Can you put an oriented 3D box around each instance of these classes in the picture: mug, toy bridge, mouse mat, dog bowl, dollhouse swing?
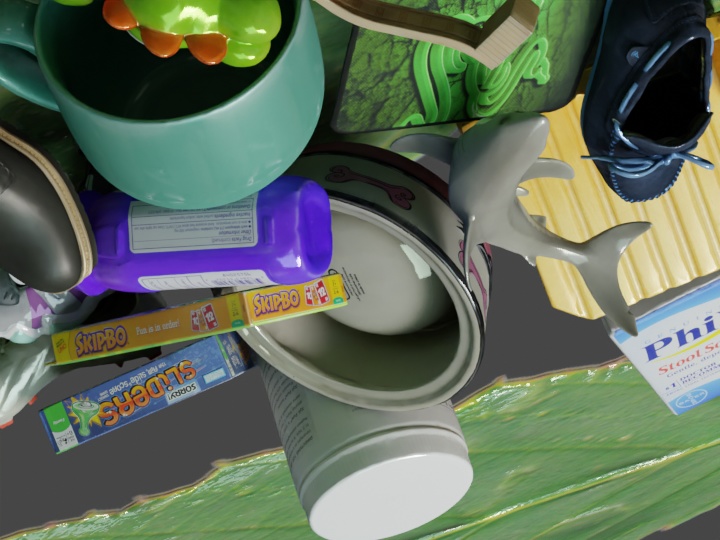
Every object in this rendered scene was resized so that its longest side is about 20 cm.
[{"bbox_3d":[-0.108,-0.120,0.951,0.152,0.185,0.115,-46,153,-17],"label":"mug"},{"bbox_3d":[-0.006,-0.165,0.845,0.199,0.027,0.067,33,133,-17],"label":"toy bridge"},{"bbox_3d":[0.072,-0.149,0.928,0.160,0.008,0.200,-8,146,-18],"label":"mouse mat"},{"bbox_3d":[0.000,0.000,1.113,0.199,0.074,0.201,16,139,15],"label":"dog bowl"},{"bbox_3d":[0.188,-0.059,1.130,0.199,0.177,0.182,-21,-175,5],"label":"dollhouse swing"}]

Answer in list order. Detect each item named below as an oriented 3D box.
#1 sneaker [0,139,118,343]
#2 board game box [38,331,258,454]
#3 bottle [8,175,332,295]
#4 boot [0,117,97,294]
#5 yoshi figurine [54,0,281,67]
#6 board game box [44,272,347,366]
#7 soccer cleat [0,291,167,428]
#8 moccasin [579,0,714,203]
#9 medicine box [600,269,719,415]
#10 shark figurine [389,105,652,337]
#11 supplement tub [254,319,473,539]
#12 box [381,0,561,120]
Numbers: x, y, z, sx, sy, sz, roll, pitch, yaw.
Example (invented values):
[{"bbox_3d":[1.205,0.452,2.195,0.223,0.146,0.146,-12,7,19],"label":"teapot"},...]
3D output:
[{"bbox_3d":[-0.184,-0.035,1.099,0.199,0.078,0.140,-23,147,-11],"label":"sneaker"},{"bbox_3d":[-0.149,0.085,1.229,0.135,0.035,0.200,-24,179,3],"label":"board game box"},{"bbox_3d":[-0.120,-0.020,1.015,0.199,0.066,0.083,-3,-179,16],"label":"bottle"},{"bbox_3d":[-0.236,-0.041,0.912,0.077,0.139,0.200,-32,110,22],"label":"boot"},{"bbox_3d":[-0.126,-0.179,0.856,0.199,0.112,0.112,28,178,-8],"label":"yoshi figurine"},{"bbox_3d":[-0.114,0.034,1.089,0.199,0.030,0.095,-16,177,39],"label":"board game box"},{"bbox_3d":[-0.237,0.056,1.214,0.199,0.069,0.078,-22,139,-3],"label":"soccer cleat"},{"bbox_3d":[0.172,-0.095,0.992,0.080,0.068,0.200,-21,147,-3],"label":"moccasin"},{"bbox_3d":[0.298,0.011,1.381,0.181,0.103,0.200,-28,148,14],"label":"medicine box"},{"bbox_3d":[0.093,-0.021,1.035,0.127,0.090,0.214,-2,154,29],"label":"shark figurine"},{"bbox_3d":[-0.005,0.086,1.245,0.131,0.201,0.132,-13,148,-8],"label":"supplement tub"},{"bbox_3d":[0.042,-0.185,0.957,0.075,0.101,0.200,-25,148,11],"label":"box"}]
